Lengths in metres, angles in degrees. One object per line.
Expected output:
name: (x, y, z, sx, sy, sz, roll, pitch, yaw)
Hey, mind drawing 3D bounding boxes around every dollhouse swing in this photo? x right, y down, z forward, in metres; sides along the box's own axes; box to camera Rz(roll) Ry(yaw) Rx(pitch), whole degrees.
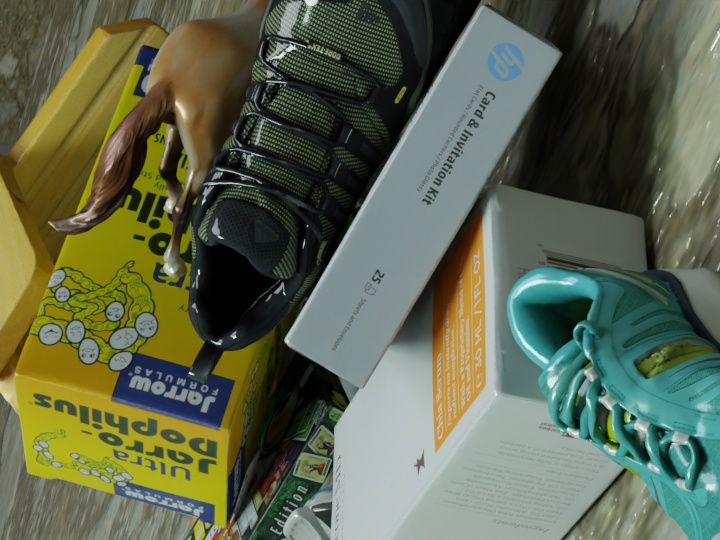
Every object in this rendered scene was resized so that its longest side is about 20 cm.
dollhouse swing: (-0.110, -0.005, 1.189, 0.176, 0.200, 0.182, -43, 42, 9)

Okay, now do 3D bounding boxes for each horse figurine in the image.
horse figurine: (-0.057, -0.083, 0.964, 0.200, 0.050, 0.133, -41, -30, -39)

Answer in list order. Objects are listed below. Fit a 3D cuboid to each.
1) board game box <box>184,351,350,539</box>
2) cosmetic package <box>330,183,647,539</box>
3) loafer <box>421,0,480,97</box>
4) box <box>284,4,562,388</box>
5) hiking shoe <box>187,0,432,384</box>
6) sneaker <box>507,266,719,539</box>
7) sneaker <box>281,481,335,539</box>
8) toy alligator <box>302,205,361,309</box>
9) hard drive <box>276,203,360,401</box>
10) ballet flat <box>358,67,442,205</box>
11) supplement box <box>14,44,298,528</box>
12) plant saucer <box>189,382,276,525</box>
board game box: (-0.066, 0.140, 1.077, 0.201, 0.023, 0.105, -59, 13, 8)
cosmetic package: (0.050, 0.065, 0.891, 0.200, 0.071, 0.102, 120, 157, -50)
loafer: (0.032, -0.148, 0.984, 0.201, 0.072, 0.072, -57, -3, -23)
box: (0.030, -0.040, 0.923, 0.157, 0.041, 0.200, -59, 2, 8)
hiking shoe: (-0.023, -0.045, 0.879, 0.101, 0.075, 0.201, -72, 1, -56)
sneaker: (0.099, 0.051, 0.705, 0.200, 0.079, 0.078, -121, 45, -67)
sneaker: (-0.006, 0.171, 1.058, 0.087, 0.074, 0.201, -53, -15, -53)
toy alligator: (0.000, 0.000, 1.167, 0.201, 0.059, 0.054, -101, -14, -54)
hard drive: (-0.019, 0.012, 1.271, 0.132, 0.026, 0.202, 148, 131, -70)
ballet flat: (0.020, -0.079, 1.129, 0.069, 0.068, 0.200, -60, 20, 16)
supplement box: (-0.088, 0.007, 1.064, 0.110, 0.108, 0.201, 97, -172, -59)
plant saucer: (-0.079, 0.085, 1.350, 0.200, 0.037, 0.202, -171, 90, -85)
